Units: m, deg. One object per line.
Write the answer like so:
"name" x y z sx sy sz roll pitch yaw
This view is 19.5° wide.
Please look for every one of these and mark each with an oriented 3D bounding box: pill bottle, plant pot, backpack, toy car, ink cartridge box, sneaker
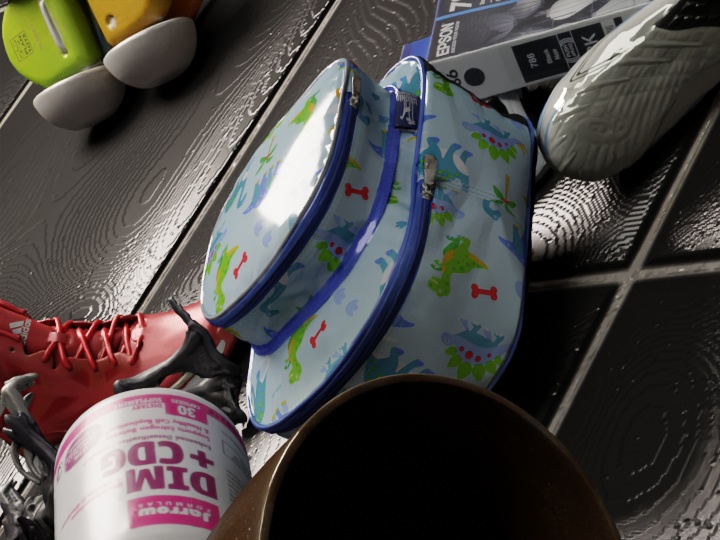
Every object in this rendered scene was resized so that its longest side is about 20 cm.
"pill bottle" -0.108 0.160 1.127 0.113 0.113 0.200 -39 28 13
"plant pot" -0.011 0.166 0.937 0.200 0.187 0.187 -34 25 51
"backpack" 0.000 0.000 1.147 0.183 0.147 0.200 -47 29 38
"toy car" -0.216 -0.230 1.816 0.200 0.175 0.150 -27 -3 33
"ink cartridge box" 0.105 -0.152 1.283 0.200 0.039 0.099 -15 34 20
"sneaker" -0.182 0.056 1.378 0.200 0.116 0.078 -34 29 22
"sneaker" 0.179 -0.128 1.174 0.200 0.072 0.072 -39 20 6

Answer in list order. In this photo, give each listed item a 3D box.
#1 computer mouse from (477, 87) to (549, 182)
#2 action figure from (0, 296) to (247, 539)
"computer mouse" 0.074 -0.105 1.319 0.110 0.044 0.200 -39 27 11
"action figure" -0.163 0.111 1.278 0.200 0.119 0.102 -43 63 -7
